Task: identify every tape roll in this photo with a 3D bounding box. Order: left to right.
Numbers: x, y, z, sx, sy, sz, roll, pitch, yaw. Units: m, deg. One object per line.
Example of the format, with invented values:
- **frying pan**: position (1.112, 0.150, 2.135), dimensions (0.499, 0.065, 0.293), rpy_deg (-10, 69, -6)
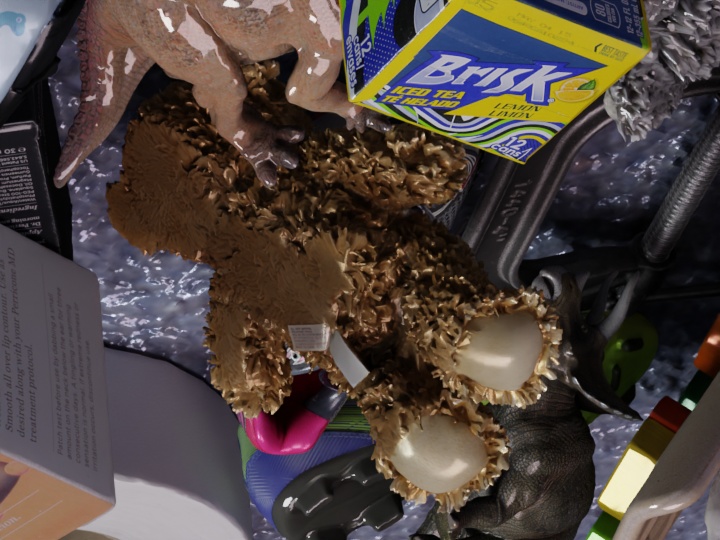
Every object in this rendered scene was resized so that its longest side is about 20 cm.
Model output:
- **tape roll**: position (-0.149, 0.116, 1.321), dimensions (0.201, 0.071, 0.203), rpy_deg (-5, 146, -3)

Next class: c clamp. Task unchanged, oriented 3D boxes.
- **c clamp**: position (0.116, -0.034, 1.182), dimensions (0.170, 0.027, 0.200), rpy_deg (-13, 151, -18)

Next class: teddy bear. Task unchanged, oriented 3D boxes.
- **teddy bear**: position (-0.005, 0.000, 1.093), dimensions (0.067, 0.199, 0.146), rpy_deg (-25, 131, -46)

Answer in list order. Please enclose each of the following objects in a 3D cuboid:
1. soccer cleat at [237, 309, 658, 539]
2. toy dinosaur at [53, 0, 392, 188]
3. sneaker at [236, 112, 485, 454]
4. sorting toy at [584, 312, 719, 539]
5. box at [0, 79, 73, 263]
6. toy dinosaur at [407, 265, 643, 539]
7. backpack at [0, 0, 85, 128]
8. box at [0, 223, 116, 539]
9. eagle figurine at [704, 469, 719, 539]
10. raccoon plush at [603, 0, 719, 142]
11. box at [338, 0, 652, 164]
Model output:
- **soccer cleat**: position (0.038, 0.054, 1.278), dimensions (0.199, 0.084, 0.065), rpy_deg (-24, 138, -13)
- **toy dinosaur**: position (-0.044, -0.106, 1.007), dimensions (0.199, 0.086, 0.136), rpy_deg (-22, 143, 21)
- **sneaker**: position (0.000, 0.000, 1.180), dimensions (0.080, 0.075, 0.200), rpy_deg (7, 142, -19)
- **sorting toy**: position (0.140, 0.073, 1.243), dimensions (0.036, 0.185, 0.200), rpy_deg (34, 149, 7)
- **box**: position (-0.214, -0.029, 1.092), dimensions (0.199, 0.079, 0.142), rpy_deg (-6, 142, -3)
- **toy dinosaur**: position (0.063, 0.097, 1.212), dimensions (0.102, 0.077, 0.201), rpy_deg (-8, 131, -23)
- **backpack**: position (-0.135, -0.119, 0.867), dimensions (0.153, 0.201, 0.163), rpy_deg (19, 138, -35)
- **box**: position (-0.212, 0.041, 1.033), dimensions (0.152, 0.107, 0.200), rpy_deg (-32, 139, 30)
- **eagle figurine**: position (0.254, 0.095, 1.245), dimensions (0.150, 0.152, 0.200), rpy_deg (27, 179, 25)
- **raccoon plush**: position (0.149, -0.114, 0.893), dimensions (0.199, 0.134, 0.097), rpy_deg (-9, 132, 21)
- **box**: position (0.031, -0.136, 0.876), dimensions (0.070, 0.201, 0.064), rpy_deg (17, 140, -31)
